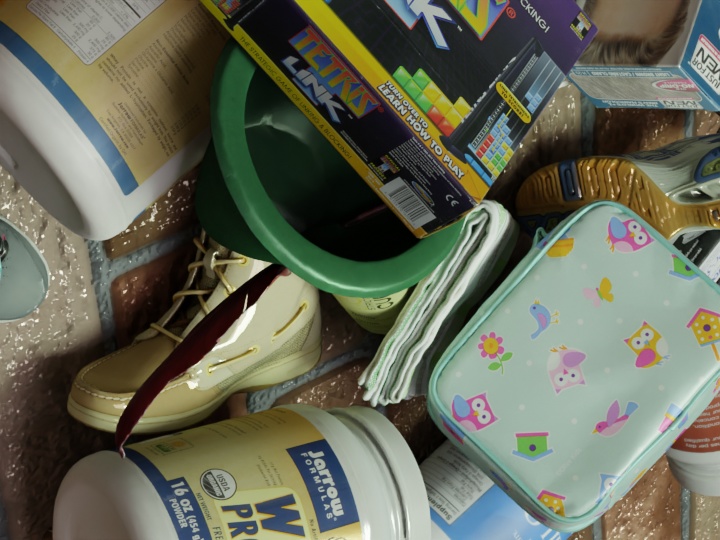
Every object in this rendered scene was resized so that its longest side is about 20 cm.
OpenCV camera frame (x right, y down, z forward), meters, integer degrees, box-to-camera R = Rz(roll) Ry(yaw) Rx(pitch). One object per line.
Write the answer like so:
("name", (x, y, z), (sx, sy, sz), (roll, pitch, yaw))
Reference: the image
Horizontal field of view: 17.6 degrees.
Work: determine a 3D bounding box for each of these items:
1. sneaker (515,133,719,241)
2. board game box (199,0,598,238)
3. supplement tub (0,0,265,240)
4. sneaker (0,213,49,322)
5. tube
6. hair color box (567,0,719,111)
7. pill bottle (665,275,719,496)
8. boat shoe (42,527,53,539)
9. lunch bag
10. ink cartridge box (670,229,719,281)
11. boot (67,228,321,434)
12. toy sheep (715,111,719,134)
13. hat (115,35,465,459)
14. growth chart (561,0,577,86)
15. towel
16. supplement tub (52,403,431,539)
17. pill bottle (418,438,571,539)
("sneaker", (0.210, -0.053, 1.622), (0.088, 0.199, 0.076), (-47, 131, -73))
("board game box", (0.016, -0.144, 1.221), (0.200, 0.057, 0.166), (47, 50, -13))
("supplement tub", (-0.117, -0.130, 1.280), (0.200, 0.144, 0.145), (-42, 135, -15))
("sneaker", (-0.224, -0.004, 1.276), (0.200, 0.121, 0.084), (28, 94, -47))
("tube", (0.000, 0.000, 1.436), (0.058, 0.052, 0.200), (-28, 167, 2))
("hair color box", (0.209, -0.206, 1.509), (0.060, 0.100, 0.201), (37, 66, -44))
("pill bottle", (0.257, 0.073, 1.749), (0.112, 0.112, 0.201), (-36, 133, -20))
("boat shoe", (-0.119, 0.156, 1.509), (0.199, 0.072, 0.068), (-4, 90, -34))
("lunch bag", (0.148, 0.059, 1.541), (0.200, 0.160, 0.077), (-46, 167, -10))
("ink cartridge box", (0.167, 0.036, 1.637), (0.200, 0.094, 0.044), (-50, 150, -19))
("boot", (-0.095, 0.009, 1.427), (0.199, 0.073, 0.156), (-18, 126, -41))
("toy sheep", (0.299, -0.165, 1.642), (0.137, 0.138, 0.201), (-1, 119, -41))
("hat", (-0.062, -0.036, 1.271), (0.200, 0.176, 0.166), (-35, 95, -41))
("growth chart", (0.143, -0.188, 1.527), (0.200, 0.018, 0.146), (-19, 113, -48))
("towel", (0.061, 0.024, 1.534), (0.150, 0.031, 0.200), (-58, 171, 3))
("supplement tub", (-0.071, 0.162, 1.411), (0.199, 0.144, 0.145), (-13, 122, -33))
("pill bottle", (0.077, 0.183, 1.656), (0.200, 0.112, 0.112), (-42, 135, -14))
